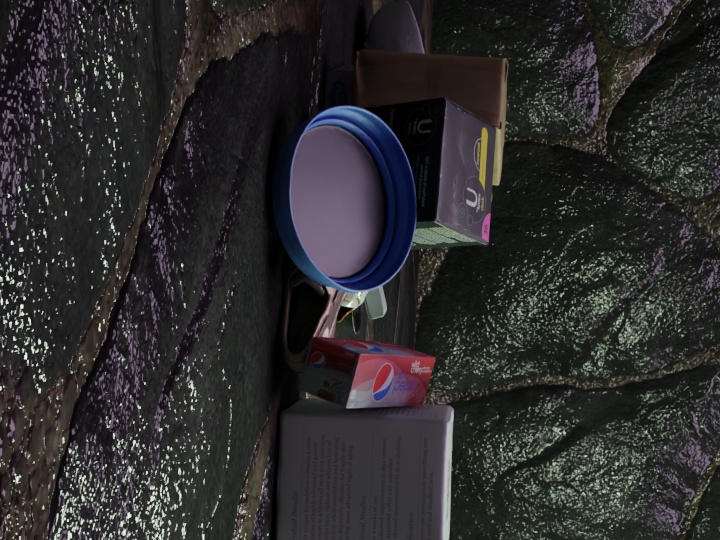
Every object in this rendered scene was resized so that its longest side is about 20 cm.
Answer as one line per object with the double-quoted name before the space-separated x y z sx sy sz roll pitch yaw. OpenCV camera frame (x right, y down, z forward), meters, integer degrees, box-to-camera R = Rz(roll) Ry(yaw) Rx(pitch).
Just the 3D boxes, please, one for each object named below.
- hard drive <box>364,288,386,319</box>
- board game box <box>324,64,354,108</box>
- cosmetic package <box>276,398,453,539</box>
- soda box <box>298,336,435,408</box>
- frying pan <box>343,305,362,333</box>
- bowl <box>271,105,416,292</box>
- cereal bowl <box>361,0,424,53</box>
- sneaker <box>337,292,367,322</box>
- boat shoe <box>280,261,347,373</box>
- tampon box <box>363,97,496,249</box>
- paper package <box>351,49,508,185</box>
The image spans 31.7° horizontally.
"hard drive" 0.013 0.002 1.885 0.200 0.026 0.134 1 76 -88
"board game box" -0.018 -0.179 1.758 0.200 0.041 0.202 -59 151 -76
"cosmetic package" 0.009 0.247 1.517 0.166 0.197 0.170 -5 97 -84
"soda box" 0.012 0.118 1.464 0.199 0.069 0.064 9 97 -62
"frying pan" -0.016 0.045 1.918 0.190 0.030 0.117 -43 133 -78
"bowl" -0.018 -0.076 1.378 0.199 0.039 0.204 7 81 -46
"cereal bowl" 0.052 -0.320 2.004 0.200 0.082 0.203 167 -90 -86
"sneaker" 0.000 0.000 1.701 0.201 0.072 0.085 116 -6 -48
"boat shoe" -0.051 0.014 1.449 0.065 0.071 0.202 66 34 -67
"tampon box" 0.048 -0.111 1.542 0.126 0.198 0.152 18 74 -52
"paper package" 0.094 -0.203 1.693 0.191 0.197 0.105 76 20 -69
